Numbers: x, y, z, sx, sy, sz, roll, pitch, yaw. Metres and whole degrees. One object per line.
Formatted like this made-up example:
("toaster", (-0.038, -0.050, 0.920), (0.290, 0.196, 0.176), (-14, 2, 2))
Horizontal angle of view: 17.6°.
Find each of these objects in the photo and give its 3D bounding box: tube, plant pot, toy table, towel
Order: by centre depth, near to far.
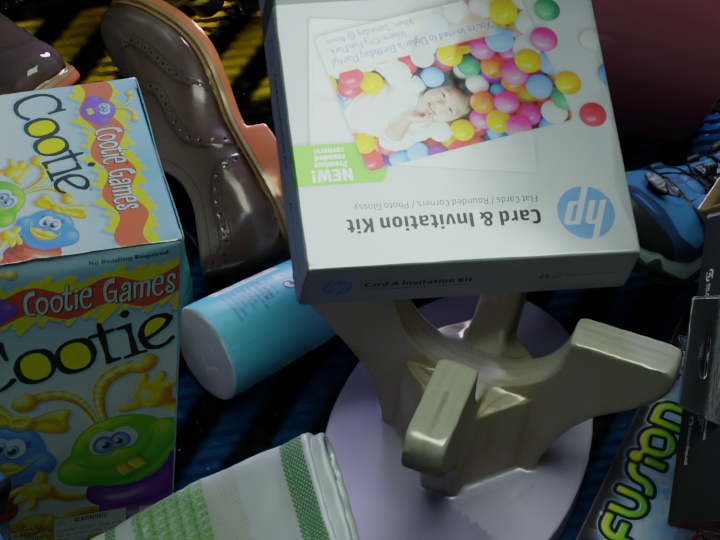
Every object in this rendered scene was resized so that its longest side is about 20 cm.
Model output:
("towel", (-0.081, 0.170, 0.983), (0.200, 0.031, 0.149), (-28, 51, 13))
("toy table", (0.053, 0.056, 1.106), (0.183, 0.117, 0.200), (9, 47, 2))
("tube", (0.000, 0.000, 1.192), (0.200, 0.051, 0.077), (-28, 22, -27))
("plant pot", (0.112, -0.157, 1.269), (0.179, 0.200, 0.200), (19, 47, -11))

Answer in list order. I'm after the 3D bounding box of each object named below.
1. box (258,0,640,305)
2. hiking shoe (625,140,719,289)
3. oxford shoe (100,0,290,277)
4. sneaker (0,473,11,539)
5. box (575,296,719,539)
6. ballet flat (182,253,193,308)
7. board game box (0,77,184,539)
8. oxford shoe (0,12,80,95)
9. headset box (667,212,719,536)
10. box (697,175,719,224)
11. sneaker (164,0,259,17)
("box", (0.036, -0.085, 1.091), (0.155, 0.041, 0.200), (-3, 66, -10))
("hiking shoe", (0.185, -0.043, 1.180), (0.200, 0.087, 0.074), (1, 36, -47))
("oxford shoe", (-0.101, -0.076, 1.241), (0.073, 0.071, 0.200), (-26, 53, -16))
("sneaker", (-0.157, 0.161, 0.963), (0.078, 0.066, 0.200), (-6, 49, -19))
("box", (0.176, 0.108, 1.126), (0.110, 0.035, 0.200), (21, 49, 13))
("ballet flat", (-0.155, -0.048, 1.207), (0.067, 0.070, 0.200), (-31, 57, -29))
("board game box", (-0.142, 0.025, 1.055), (0.103, 0.200, 0.105), (-8, 49, -14))
("oxford shoe", (-0.212, -0.112, 1.196), (0.071, 0.073, 0.200), (-40, 28, -23))
("headset box", (0.233, 0.059, 1.061), (0.200, 0.077, 0.149), (14, 77, -25))
("box", (0.261, -0.004, 1.161), (0.200, 0.021, 0.164), (52, 51, -16))
("sneaker", (-0.103, -0.183, 1.289), (0.200, 0.085, 0.074), (-5, 3, -41))
